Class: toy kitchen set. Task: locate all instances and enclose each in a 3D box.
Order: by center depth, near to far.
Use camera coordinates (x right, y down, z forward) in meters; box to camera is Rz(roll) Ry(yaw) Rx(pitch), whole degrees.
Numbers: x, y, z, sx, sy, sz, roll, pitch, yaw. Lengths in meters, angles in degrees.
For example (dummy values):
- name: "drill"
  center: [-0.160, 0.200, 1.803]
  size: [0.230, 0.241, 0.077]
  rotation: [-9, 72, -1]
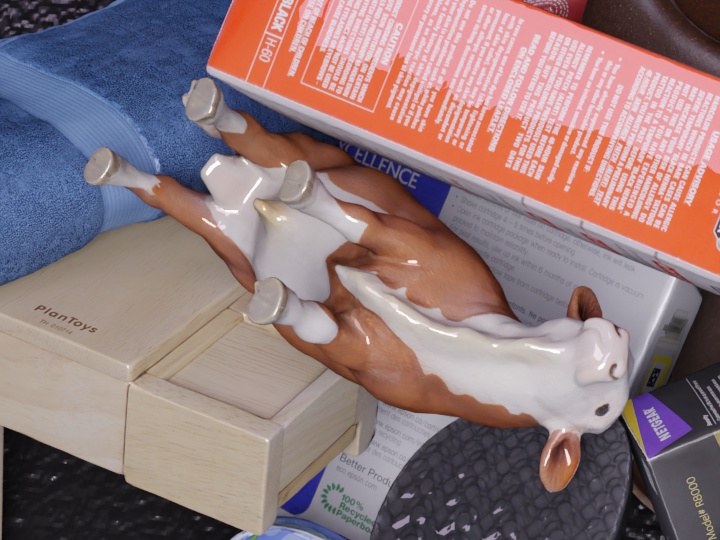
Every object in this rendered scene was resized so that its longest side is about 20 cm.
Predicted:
- name: "toy kitchen set"
  center: [-0.083, 0.062, 1.034]
  size: [0.199, 0.182, 0.163]
  rotation: [20, 33, 23]

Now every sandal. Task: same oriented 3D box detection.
- name: "sandal"
  center: [0.028, 0.126, 0.872]
  size: [0.075, 0.045, 0.201]
  rotation: [15, 63, 21]

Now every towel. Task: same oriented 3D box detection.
- name: "towel"
  center: [-0.106, -0.050, 0.993]
  size: [0.199, 0.049, 0.111]
  rotation: [-23, 36, -37]

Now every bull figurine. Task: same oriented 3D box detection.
- name: "bull figurine"
  center: [0.000, 0.000, 0.891]
  size: [0.200, 0.121, 0.065]
  rotation: [30, 89, 51]

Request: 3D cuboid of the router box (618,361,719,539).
- name: "router box"
  center: [0.192, 0.107, 0.924]
  size: [0.156, 0.201, 0.052]
  rotation: [-23, 20, 1]

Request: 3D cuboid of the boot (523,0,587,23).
- name: "boot"
  center: [0.060, -0.067, 1.120]
  size: [0.199, 0.072, 0.145]
  rotation: [-7, 60, 18]

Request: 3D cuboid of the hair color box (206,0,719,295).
- name: "hair color box"
  center: [0.060, -0.048, 0.909]
  size: [0.199, 0.101, 0.062]
  rotation: [23, 90, 14]

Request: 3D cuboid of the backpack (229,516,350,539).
- name: "backpack"
  center: [-0.012, 0.196, 0.943]
  size: [0.182, 0.147, 0.201]
  rotation: [22, 70, 24]

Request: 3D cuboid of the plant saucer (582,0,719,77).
- name: "plant saucer"
  center: [0.181, -0.095, 1.013]
  size: [0.199, 0.035, 0.201]
  rotation: [0, 38, 0]

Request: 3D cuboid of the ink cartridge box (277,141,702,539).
- name: "ink cartridge box"
  center: [0.024, 0.011, 1.053]
  size: [0.197, 0.047, 0.201]
  rotation: [27, 94, 26]

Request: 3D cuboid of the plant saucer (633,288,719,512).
- name: "plant saucer"
  center: [0.177, 0.016, 1.025]
  size: [0.200, 0.034, 0.201]
  rotation: [-28, 42, 29]
